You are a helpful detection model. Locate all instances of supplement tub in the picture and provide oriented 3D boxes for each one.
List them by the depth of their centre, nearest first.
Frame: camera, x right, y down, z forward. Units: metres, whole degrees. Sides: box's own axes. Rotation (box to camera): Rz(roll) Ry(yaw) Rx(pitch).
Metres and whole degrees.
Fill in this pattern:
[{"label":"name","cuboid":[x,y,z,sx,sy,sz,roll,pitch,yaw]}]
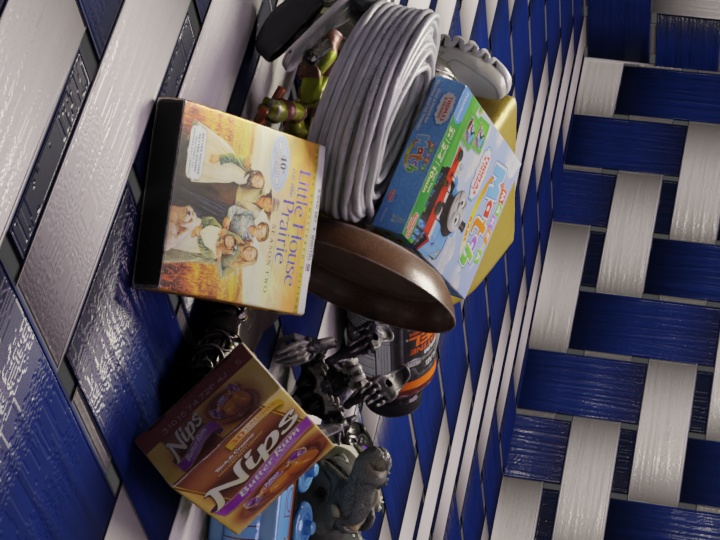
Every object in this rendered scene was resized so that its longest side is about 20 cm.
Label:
[{"label":"supplement tub","cuboid":[0.036,0.074,2.064,0.107,0.106,0.201,-68,161,-50]}]

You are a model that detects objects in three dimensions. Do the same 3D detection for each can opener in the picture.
[{"label":"can opener","cuboid":[-0.007,-0.251,1.565,0.200,0.066,0.053,-42,172,-10]}]

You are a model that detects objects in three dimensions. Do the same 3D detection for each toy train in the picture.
[{"label":"toy train","cuboid":[-0.094,0.232,1.614,0.114,0.086,0.202,3,94,-72]}]

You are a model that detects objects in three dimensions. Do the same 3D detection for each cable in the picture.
[{"label":"cable","cuboid":[0.010,-0.141,1.571,0.200,0.069,0.201,47,66,-81]}]

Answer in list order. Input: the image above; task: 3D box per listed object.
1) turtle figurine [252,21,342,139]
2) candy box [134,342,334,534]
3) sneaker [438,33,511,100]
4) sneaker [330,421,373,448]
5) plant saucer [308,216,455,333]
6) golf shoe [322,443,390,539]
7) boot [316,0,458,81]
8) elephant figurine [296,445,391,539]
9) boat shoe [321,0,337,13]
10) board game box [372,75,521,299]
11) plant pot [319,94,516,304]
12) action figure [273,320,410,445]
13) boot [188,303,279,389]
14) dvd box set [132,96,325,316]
[{"label":"turtle figurine","cuboid":[-0.052,-0.145,1.634,0.200,0.064,0.162,71,28,-64]},{"label":"candy box","cuboid":[-0.099,0.143,1.458,0.117,0.056,0.200,-42,157,-4]},{"label":"sneaker","cuboid":[0.054,-0.202,1.801,0.075,0.199,0.082,88,20,-66]},{"label":"sneaker","cuboid":[-0.028,0.221,1.968,0.200,0.069,0.100,-49,136,-73]},{"label":"plant saucer","cuboid":[0.000,0.000,1.631,0.200,0.199,0.035,66,45,-67]},{"label":"golf shoe","cuboid":[-0.031,0.279,1.842,0.077,0.087,0.202,157,-56,-75]},{"label":"boot","cuboid":[0.031,-0.284,1.745,0.072,0.181,0.201,-29,-135,61]},{"label":"elephant figurine","cuboid":[-0.035,0.237,1.722,0.142,0.154,0.202,-46,140,-69]},{"label":"boat shoe","cuboid":[0.016,-0.328,1.678,0.201,0.072,0.066,-45,171,-14]},{"label":"board game box","cuboid":[0.085,-0.074,1.678,0.152,0.036,0.200,-67,156,-9]},{"label":"plant pot","cuboid":[0.040,-0.064,1.837,0.200,0.194,0.195,-60,154,-46]},{"label":"action figure","cuboid":[-0.037,0.113,1.767,0.200,0.101,0.120,-33,-107,56]},{"label":"boot","cuboid":[-0.102,0.026,1.495,0.175,0.069,0.201,-69,161,-44]},{"label":"dvd box set","cuboid":[-0.100,-0.046,1.404,0.200,0.029,0.148,14,83,-58]}]
